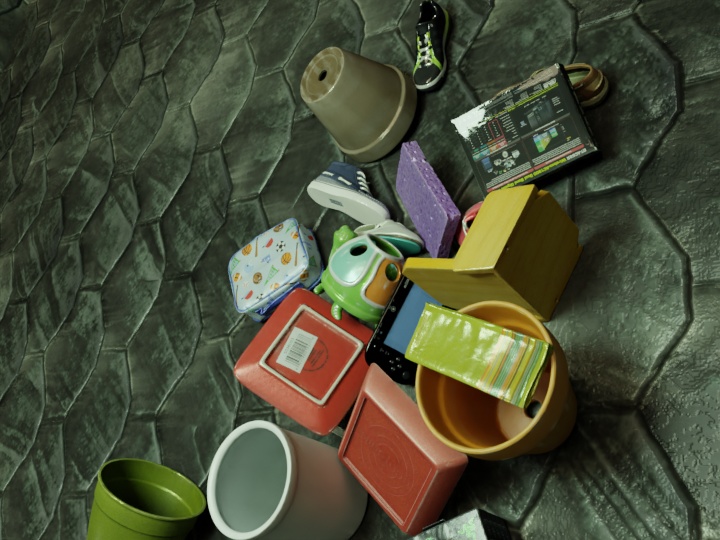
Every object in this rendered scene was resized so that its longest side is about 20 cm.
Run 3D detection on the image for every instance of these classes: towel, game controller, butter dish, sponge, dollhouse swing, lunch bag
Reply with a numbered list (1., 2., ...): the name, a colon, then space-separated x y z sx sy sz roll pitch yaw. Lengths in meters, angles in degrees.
1. towel: 0.146 0.104 0.973 0.199 0.018 0.087 18 79 43
2. game controller: 0.085 0.082 1.231 0.201 0.104 0.042 -63 25 -6
3. butter dish: -0.085 0.168 1.295 0.198 0.148 0.201 32 66 10
4. sponge: 0.113 -0.121 1.316 0.030 0.112 0.201 -11 49 -17
5. dollhouse swing: 0.194 -0.028 1.134 0.175 0.200 0.183 21 81 43
6. lunch bag: -0.169 0.005 1.490 0.199 0.075 0.161 -34 52 18

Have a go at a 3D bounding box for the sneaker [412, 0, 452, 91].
1. sneaker: 0.127 -0.449 1.491 0.071 0.083 0.202 -8 63 35

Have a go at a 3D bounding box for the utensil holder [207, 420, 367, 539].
1. utensil holder: -0.107 0.337 1.172 0.169 0.199 0.172 -17 60 32

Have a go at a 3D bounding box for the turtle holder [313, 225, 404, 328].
1. turtle holder: 0.010 0.006 1.298 0.133 0.140 0.186 -61 11 18

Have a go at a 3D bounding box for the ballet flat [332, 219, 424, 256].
1. ballet flat: 0.032 -0.061 1.376 0.199 0.069 0.070 -8 62 39

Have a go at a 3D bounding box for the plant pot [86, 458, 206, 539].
1. plant pot: -0.407 0.476 1.362 0.200 0.199 0.195 29 98 43

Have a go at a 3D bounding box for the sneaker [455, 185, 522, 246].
1. sneaker: 0.187 -0.079 1.192 0.200 0.086 0.074 -36 71 65

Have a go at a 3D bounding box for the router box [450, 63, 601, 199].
1. router box: 0.267 -0.219 1.227 0.199 0.062 0.151 -24 86 27

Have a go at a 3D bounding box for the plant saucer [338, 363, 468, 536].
1. plant saucer: 0.045 0.271 1.097 0.199 0.036 0.201 43 134 29

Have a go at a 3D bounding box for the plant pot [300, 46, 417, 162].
1. plant pot: -0.018 -0.336 1.469 0.199 0.173 0.202 -21 58 37

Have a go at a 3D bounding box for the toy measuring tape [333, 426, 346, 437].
1. toy measuring tape: -0.002 0.254 1.223 0.199 0.073 0.074 18 79 43

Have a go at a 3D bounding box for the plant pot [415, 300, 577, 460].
1. plant pot: 0.205 0.167 1.032 0.199 0.183 0.202 -18 57 30

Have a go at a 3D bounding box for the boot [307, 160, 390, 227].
1. boot: -0.006 -0.155 1.452 0.199 0.073 0.091 26 65 32

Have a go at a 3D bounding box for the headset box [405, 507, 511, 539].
1. headset box: 0.130 0.438 1.008 0.173 0.093 0.201 -31 51 21

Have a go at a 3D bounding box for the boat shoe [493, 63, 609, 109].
1. boat shoe: 0.313 -0.309 1.276 0.198 0.074 0.076 -6 63 36
